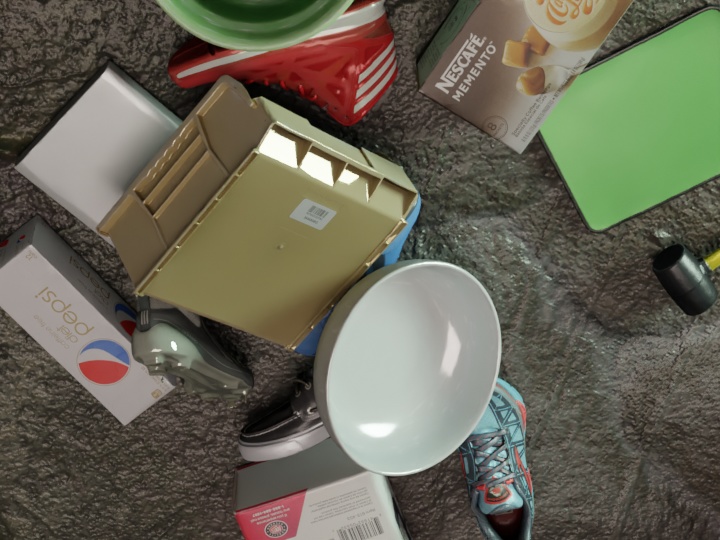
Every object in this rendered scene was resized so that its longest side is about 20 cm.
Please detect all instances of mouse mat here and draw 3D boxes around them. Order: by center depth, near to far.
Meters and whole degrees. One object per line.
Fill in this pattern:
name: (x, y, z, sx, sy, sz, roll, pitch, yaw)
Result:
mouse mat: (0.267, -0.135, 1.659, 0.199, 0.008, 0.162, -25, 116, 11)

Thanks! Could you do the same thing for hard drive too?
hard drive: (-0.195, -0.079, 1.652, 0.200, 0.027, 0.132, 40, 110, -22)

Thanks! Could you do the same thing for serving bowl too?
serving bowl: (0.033, 0.082, 1.668, 0.199, 0.066, 0.202, -12, 111, -33)

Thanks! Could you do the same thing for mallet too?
mallet: (0.373, -0.028, 1.708, 0.199, 0.041, 0.066, -29, 115, 8)

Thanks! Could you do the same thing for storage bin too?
storage bin: (-0.085, -0.049, 1.589, 0.199, 0.094, 0.199, 23, 116, -43)

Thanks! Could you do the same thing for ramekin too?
ramekin: (-0.085, -0.286, 1.489, 0.198, 0.098, 0.202, 0, 107, 0)

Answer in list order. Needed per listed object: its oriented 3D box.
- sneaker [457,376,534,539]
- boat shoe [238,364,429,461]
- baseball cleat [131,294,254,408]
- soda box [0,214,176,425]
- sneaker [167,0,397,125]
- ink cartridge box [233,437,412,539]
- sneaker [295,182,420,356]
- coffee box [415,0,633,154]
sneaker: (0.136, 0.193, 1.775, 0.079, 0.096, 0.201, -16, 118, 5)
boat shoe: (-0.032, 0.118, 1.744, 0.199, 0.070, 0.067, -21, 110, 7)
baseball cleat: (-0.149, 0.060, 1.683, 0.069, 0.107, 0.200, -6, 163, 16)
soda box: (-0.259, 0.047, 1.695, 0.068, 0.064, 0.200, -36, 115, 15)
sneaker: (-0.060, -0.165, 1.586, 0.198, 0.079, 0.116, -15, 117, 6)
ink cartridge box: (-0.026, 0.276, 1.817, 0.144, 0.085, 0.201, -18, 117, 6)
sneaker: (0.000, 0.000, 1.690, 0.078, 0.066, 0.200, 27, 113, -34)
coffee box: (0.146, -0.218, 1.565, 0.114, 0.080, 0.200, 31, 112, -15)
